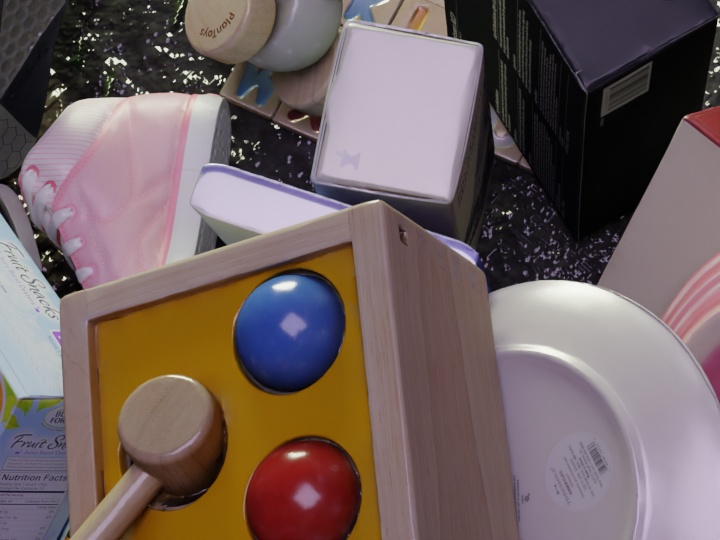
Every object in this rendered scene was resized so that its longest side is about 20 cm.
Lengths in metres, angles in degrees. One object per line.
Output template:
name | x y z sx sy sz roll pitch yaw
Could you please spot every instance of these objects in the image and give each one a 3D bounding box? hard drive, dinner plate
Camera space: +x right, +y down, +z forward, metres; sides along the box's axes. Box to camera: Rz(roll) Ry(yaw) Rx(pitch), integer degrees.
hard drive | 0.000 0.000 1.078 0.132 0.200 0.025 18 82 10
dinner plate | 0.066 0.100 0.936 0.200 0.024 0.201 -11 72 35

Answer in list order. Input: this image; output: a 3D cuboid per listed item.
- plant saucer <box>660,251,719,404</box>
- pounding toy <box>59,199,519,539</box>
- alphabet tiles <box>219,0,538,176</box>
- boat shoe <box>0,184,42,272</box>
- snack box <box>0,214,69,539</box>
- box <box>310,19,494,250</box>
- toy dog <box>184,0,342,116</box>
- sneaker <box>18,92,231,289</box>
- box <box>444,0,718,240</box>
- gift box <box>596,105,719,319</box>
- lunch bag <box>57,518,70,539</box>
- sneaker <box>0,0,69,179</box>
plant saucer | 0.195 0.076 0.907 0.200 0.051 0.201 4 97 34
pounding toy | -0.056 0.089 0.905 0.200 0.142 0.184 -16 65 23
alphabet tiles | 0.048 -0.125 1.223 0.200 0.008 0.167 25 74 12
boat shoe | -0.188 0.041 1.134 0.066 0.074 0.200 2 61 -42
snack box | -0.208 0.083 1.055 0.169 0.068 0.200 51 124 37
box | 0.025 -0.053 1.092 0.068 0.200 0.082 11 81 6
toy dog | -0.050 -0.183 1.190 0.096 0.132 0.200 -37 75 23
sneaker | -0.132 -0.004 1.157 0.104 0.075 0.201 6 65 4
box | 0.104 -0.121 1.107 0.079 0.200 0.141 -31 72 -6
gift box | 0.214 0.043 1.023 0.184 0.187 0.200 -13 48 -44
lunch bag | -0.065 0.122 1.071 0.160 0.076 0.200 33 78 -18
sneaker | -0.219 -0.168 1.180 0.146 0.077 0.203 32 111 28
